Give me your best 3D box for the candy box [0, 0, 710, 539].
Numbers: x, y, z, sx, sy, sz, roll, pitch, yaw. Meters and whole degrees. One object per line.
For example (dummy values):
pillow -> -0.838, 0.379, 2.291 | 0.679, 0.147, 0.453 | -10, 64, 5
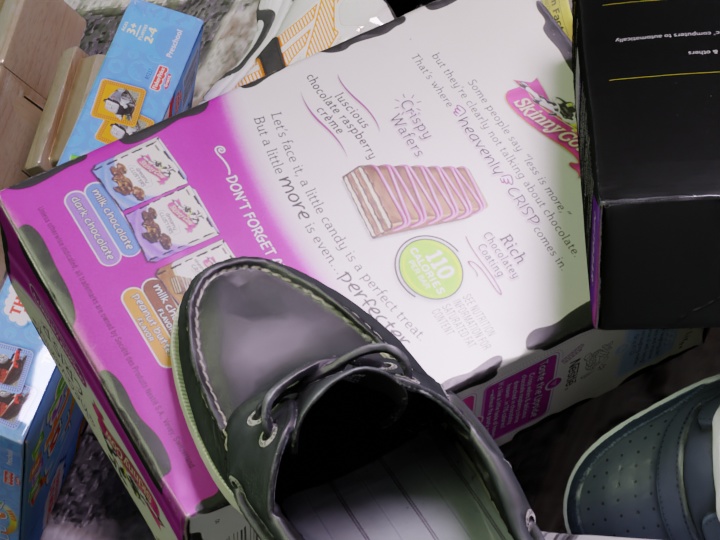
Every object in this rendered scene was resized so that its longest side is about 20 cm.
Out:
candy box -> 0.000, 0.000, 0.807 | 0.199, 0.061, 0.137 | -25, 62, -16

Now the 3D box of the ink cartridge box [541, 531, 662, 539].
ink cartridge box -> 0.043, 0.158, 0.735 | 0.199, 0.084, 0.145 | -1, 54, 44

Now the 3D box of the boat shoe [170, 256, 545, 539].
boat shoe -> 0.003, 0.056, 0.690 | 0.074, 0.066, 0.200 | -22, 54, -11

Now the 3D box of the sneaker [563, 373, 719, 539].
sneaker -> 0.135, 0.051, 0.696 | 0.199, 0.108, 0.071 | -12, 77, 26

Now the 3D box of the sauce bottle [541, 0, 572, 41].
sauce bottle -> 0.090, -0.088, 0.948 | 0.199, 0.065, 0.065 | -22, 42, 28

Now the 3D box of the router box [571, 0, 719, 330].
router box -> 0.165, -0.048, 0.743 | 0.199, 0.051, 0.150 | -1, 38, 4

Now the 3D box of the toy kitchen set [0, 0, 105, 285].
toy kitchen set -> -0.205, -0.083, 1.140 | 0.163, 0.180, 0.201 | -12, 52, 37

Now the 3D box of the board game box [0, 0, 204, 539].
board game box -> -0.117, 0.012, 1.006 | 0.151, 0.036, 0.201 | 107, -178, -60

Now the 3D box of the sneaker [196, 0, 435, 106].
sneaker -> -0.016, -0.070, 1.029 | 0.080, 0.074, 0.201 | -9, 50, 38
